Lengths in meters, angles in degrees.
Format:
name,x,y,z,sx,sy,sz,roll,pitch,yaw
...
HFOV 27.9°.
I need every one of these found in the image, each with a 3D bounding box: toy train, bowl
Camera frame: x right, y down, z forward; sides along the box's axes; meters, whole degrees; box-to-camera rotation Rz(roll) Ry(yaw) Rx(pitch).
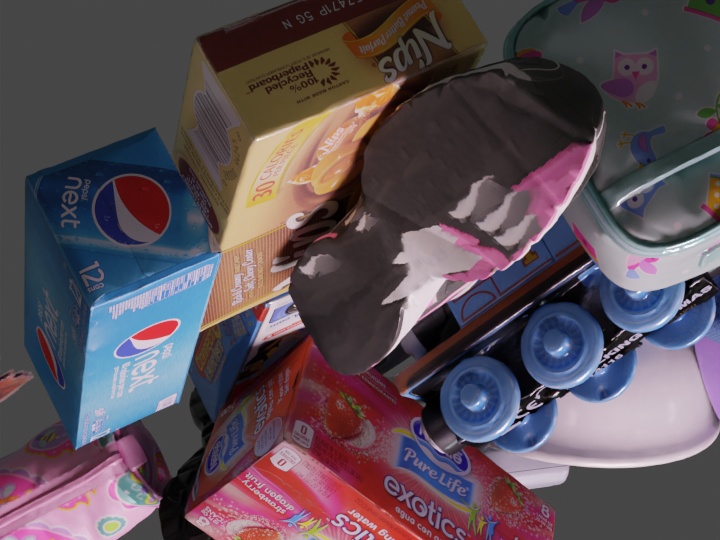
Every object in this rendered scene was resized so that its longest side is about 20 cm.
name,x,y,z,sx,sy,sz,roll,pitch,yaw
toy train,0.104,0.017,0.797,0.199,0.115,0.086,-36,153,18
bowl,0.147,0.053,0.979,0.199,0.091,0.201,3,-164,-1

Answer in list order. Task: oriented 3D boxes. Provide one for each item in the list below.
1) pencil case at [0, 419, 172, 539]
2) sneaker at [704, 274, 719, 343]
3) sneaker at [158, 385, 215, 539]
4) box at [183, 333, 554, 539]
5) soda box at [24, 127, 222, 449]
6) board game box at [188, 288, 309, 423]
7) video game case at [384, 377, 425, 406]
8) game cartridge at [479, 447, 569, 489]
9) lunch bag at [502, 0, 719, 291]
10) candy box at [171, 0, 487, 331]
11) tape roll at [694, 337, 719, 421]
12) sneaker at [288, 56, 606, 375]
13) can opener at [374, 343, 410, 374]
name,x,y,z,sx,sy,sz,roll,pitch,yaw
pencil case,-0.219,0.160,0.933,0.199,0.088,0.087,-28,165,3
sneaker,0.180,0.006,0.861,0.088,0.080,0.200,-4,-170,-19
sneaker,-0.074,0.135,0.941,0.075,0.080,0.201,-20,-154,16
box,0.010,0.142,0.848,0.100,0.199,0.096,-39,-158,34
soda box,-0.119,0.016,0.692,0.064,0.068,0.200,-24,163,-22
board game box,0.000,0.000,0.879,0.198,0.056,0.196,-23,163,-24
video game case,0.043,0.099,1.081,0.198,0.022,0.182,-2,-178,-18
game cartridge,0.035,0.129,1.012,0.132,0.041,0.199,1,180,-27
lunch bag,0.182,-0.089,0.718,0.198,0.161,0.077,-27,156,-4
candy box,-0.026,-0.052,0.668,0.115,0.056,0.200,-24,164,-22
tape roll,0.307,0.027,0.983,0.084,0.202,0.199,-10,180,41
sneaker,0.042,-0.034,0.641,0.086,0.081,0.200,-35,178,-40
can opener,0.049,0.018,1.027,0.199,0.054,0.067,-34,167,13
